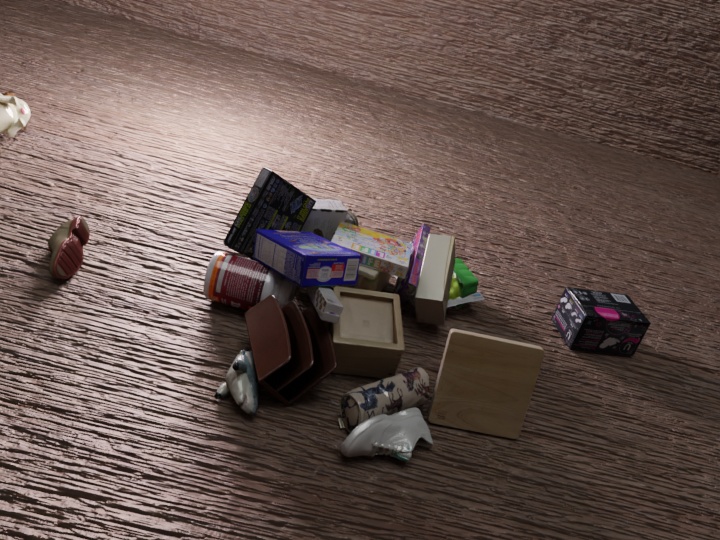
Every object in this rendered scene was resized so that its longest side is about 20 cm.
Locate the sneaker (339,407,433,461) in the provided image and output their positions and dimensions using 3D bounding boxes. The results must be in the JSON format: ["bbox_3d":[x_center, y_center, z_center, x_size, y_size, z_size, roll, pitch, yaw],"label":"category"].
[{"bbox_3d":[0.057,0.322,1.130,0.196,0.076,0.089,-9,51,-34],"label":"sneaker"}]

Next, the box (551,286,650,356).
[{"bbox_3d":[0.632,0.135,1.601,0.194,0.117,0.133,8,31,-14],"label":"box"}]

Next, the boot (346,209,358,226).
[{"bbox_3d":[-0.127,-0.132,1.729,0.178,0.075,0.198,18,23,31],"label":"boot"}]

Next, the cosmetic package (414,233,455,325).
[{"bbox_3d":[0.188,0.020,1.502,0.071,0.105,0.204,5,54,14],"label":"cosmetic package"}]

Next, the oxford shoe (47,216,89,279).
[{"bbox_3d":[-0.684,-0.044,1.390,0.073,0.072,0.202,-15,36,4],"label":"oxford shoe"}]

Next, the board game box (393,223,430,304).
[{"bbox_3d":[0.128,-0.009,1.548,0.032,0.120,0.203,27,50,-11],"label":"board game box"}]

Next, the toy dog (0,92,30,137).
[{"bbox_3d":[-1.068,-0.447,1.780,0.190,0.143,0.200,-12,21,32],"label":"toy dog"}]

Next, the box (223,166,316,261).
[{"bbox_3d":[-0.212,-0.116,1.428,0.044,0.204,0.159,28,0,44],"label":"box"}]

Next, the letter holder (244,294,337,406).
[{"bbox_3d":[-0.140,0.139,1.222,0.141,0.101,0.202,-35,40,7],"label":"letter holder"}]

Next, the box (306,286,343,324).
[{"bbox_3d":[-0.079,0.060,1.300,0.040,0.040,0.200,19,10,-19],"label":"box"}]

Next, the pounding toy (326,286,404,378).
[{"bbox_3d":[0.015,0.136,1.351,0.178,0.144,0.203,8,43,-10],"label":"pounding toy"}]

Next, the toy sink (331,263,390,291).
[{"bbox_3d":[0.000,0.000,1.545,0.127,0.115,0.200,22,28,11],"label":"toy sink"}]

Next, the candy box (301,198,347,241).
[{"bbox_3d":[-0.145,-0.098,1.574,0.194,0.172,0.072,1,28,-22],"label":"candy box"}]

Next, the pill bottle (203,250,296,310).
[{"bbox_3d":[-0.251,0.035,1.386,0.194,0.115,0.114,16,32,1],"label":"pill bottle"}]

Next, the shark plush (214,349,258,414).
[{"bbox_3d":[-0.225,0.213,1.212,0.082,0.092,0.200,32,10,-8],"label":"shark plush"}]

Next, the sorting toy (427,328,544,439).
[{"bbox_3d":[0.251,0.224,1.243,0.194,0.205,0.070,11,16,-5],"label":"sorting toy"}]

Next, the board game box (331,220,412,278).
[{"bbox_3d":[0.027,-0.053,1.496,0.194,0.035,0.135,17,29,0],"label":"board game box"}]

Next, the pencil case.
[{"bbox_3d":[0.048,0.258,1.201,0.196,0.091,0.078,-13,51,-34],"label":"pencil case"}]

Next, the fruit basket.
[{"bbox_3d":[0.205,0.043,1.611,0.195,0.096,0.186,-16,40,-15],"label":"fruit basket"}]

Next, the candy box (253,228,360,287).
[{"bbox_3d":[-0.124,-0.031,1.372,0.166,0.079,0.198,0,20,-43],"label":"candy box"}]
